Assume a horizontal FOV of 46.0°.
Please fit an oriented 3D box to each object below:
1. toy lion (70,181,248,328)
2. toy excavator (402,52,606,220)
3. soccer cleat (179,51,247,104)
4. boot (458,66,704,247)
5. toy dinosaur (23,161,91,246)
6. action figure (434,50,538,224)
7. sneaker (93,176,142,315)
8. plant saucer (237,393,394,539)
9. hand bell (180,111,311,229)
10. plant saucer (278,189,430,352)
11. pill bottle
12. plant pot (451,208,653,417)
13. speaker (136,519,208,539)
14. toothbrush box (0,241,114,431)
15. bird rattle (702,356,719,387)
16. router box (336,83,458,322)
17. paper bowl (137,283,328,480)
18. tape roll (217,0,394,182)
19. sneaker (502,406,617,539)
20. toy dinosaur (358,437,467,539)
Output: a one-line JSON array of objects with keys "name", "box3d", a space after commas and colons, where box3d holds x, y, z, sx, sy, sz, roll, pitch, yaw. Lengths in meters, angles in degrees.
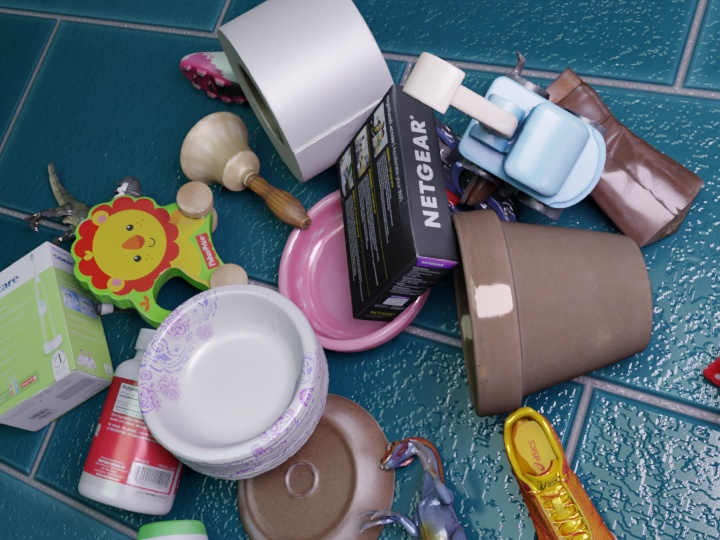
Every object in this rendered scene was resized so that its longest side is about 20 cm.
[{"name": "toy lion", "box3d": [-0.254, -0.011, 1.052, 0.190, 0.069, 0.201, -22, 67, -13]}, {"name": "toy excavator", "box3d": [0.132, -0.125, 0.741, 0.193, 0.200, 0.101, 30, 99, -1]}, {"name": "soccer cleat", "box3d": [-0.152, -0.271, 1.155, 0.198, 0.070, 0.087, 20, 71, 24]}, {"name": "boot", "box3d": [0.227, -0.078, 0.869, 0.200, 0.064, 0.187, 43, 95, 3]}, {"name": "toy dinosaur", "box3d": [-0.423, -0.074, 1.214, 0.088, 0.048, 0.200, -43, 60, -14]}, {"name": "action figure", "box3d": [0.156, -0.114, 0.955, 0.193, 0.105, 0.201, -39, 87, 15]}, {"name": "sneaker", "box3d": [-0.295, -0.030, 1.125, 0.089, 0.067, 0.202, 8, 62, -16]}, {"name": "plant saucer", "box3d": [-0.059, 0.233, 0.941, 0.198, 0.037, 0.203, -8, 69, 21]}, {"name": "hand bell", "box3d": [-0.127, -0.105, 1.049, 0.200, 0.104, 0.104, 40, 91, 33]}, {"name": "plant saucer", "box3d": [0.000, 0.000, 0.985, 0.199, 0.051, 0.203, -11, 66, 25]}, {"name": "pill bottle", "box3d": [-0.250, 0.177, 1.005, 0.111, 0.112, 0.202, 8, 75, 27]}, {"name": "plant pot", "box3d": [0.184, 0.035, 0.828, 0.172, 0.201, 0.202, -6, 68, 3]}, {"name": "speaker", "box3d": [-0.204, 0.382, 0.925, 0.088, 0.088, 0.202, -14, 66, 19]}, {"name": "toothbrush box", "box3d": [-0.428, 0.089, 1.135, 0.145, 0.086, 0.201, -31, 62, 12]}, {"name": "bird rattle", "box3d": [0.412, 0.058, 0.754, 0.161, 0.113, 0.202, 17, 82, 12]}, {"name": "router box", "box3d": [0.032, -0.067, 0.886, 0.149, 0.051, 0.202, 135, 135, -54]}, {"name": "paper bowl", "box3d": [-0.132, 0.125, 0.926, 0.198, 0.105, 0.203, -6, 59, 10]}, {"name": "tape roll", "box3d": [-0.059, -0.225, 0.995, 0.138, 0.203, 0.203, -31, 60, -6]}, {"name": "sneaker", "box3d": [0.186, 0.226, 0.806, 0.073, 0.077, 0.201, -32, 63, 9]}, {"name": "toy dinosaur", "box3d": [0.069, 0.263, 0.862, 0.104, 0.201, 0.182, -26, 27, 27]}]
